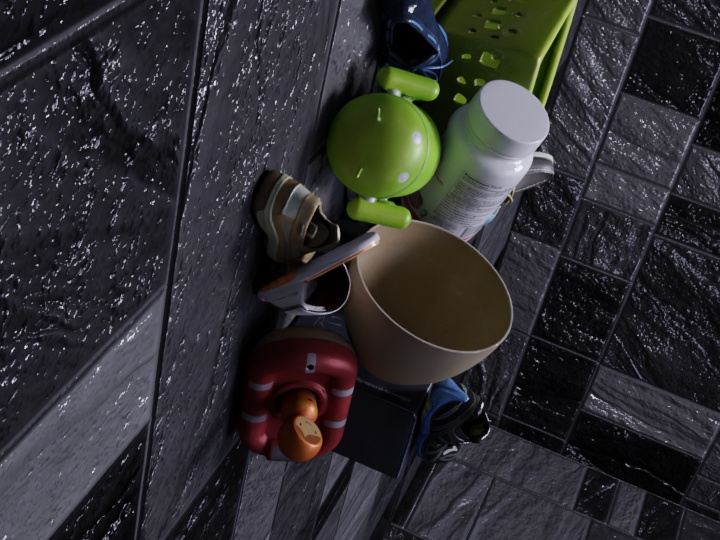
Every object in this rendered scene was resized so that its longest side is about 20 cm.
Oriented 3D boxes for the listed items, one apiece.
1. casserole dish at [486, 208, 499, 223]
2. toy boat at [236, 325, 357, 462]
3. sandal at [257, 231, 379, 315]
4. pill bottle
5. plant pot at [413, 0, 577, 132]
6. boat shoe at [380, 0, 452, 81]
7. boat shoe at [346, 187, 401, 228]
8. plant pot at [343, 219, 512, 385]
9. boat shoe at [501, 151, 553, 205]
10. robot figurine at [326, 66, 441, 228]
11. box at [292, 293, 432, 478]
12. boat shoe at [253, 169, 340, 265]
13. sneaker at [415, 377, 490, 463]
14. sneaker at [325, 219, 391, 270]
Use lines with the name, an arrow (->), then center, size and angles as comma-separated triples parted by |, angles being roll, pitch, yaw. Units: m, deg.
casserole dish -> 0.164, -0.152, 1.691 | 0.121, 0.039, 0.200 | -54, 135, -54
toy boat -> -0.071, 0.163, 1.383 | 0.131, 0.130, 0.200 | -99, -163, -51
sandal -> -0.040, 0.017, 1.269 | 0.079, 0.059, 0.207 | -26, 180, -34
pill bottle -> 0.138, -0.131, 1.454 | 0.200, 0.113, 0.113 | -53, -177, 48
plant pot -> 0.153, -0.268, 1.553 | 0.200, 0.181, 0.199 | -56, 163, -46
boat shoe -> 0.053, -0.261, 1.381 | 0.200, 0.084, 0.069 | 48, 45, -63
boat shoe -> 0.042, -0.064, 1.578 | 0.071, 0.064, 0.200 | -56, 148, -12
plant pot -> 0.059, 0.058, 1.411 | 0.135, 0.200, 0.200 | -57, 178, 39
boat shoe -> 0.170, -0.110, 1.607 | 0.072, 0.201, 0.061 | 99, -23, -62
robot figurine -> 0.027, -0.141, 1.365 | 0.200, 0.115, 0.176 | -16, 121, -77
box -> 0.003, 0.132, 1.554 | 0.197, 0.200, 0.124 | -53, 161, -52
boat shoe -> -0.058, -0.040, 1.257 | 0.200, 0.076, 0.072 | 60, 52, -76
sneaker -> 0.117, 0.198, 1.484 | 0.200, 0.083, 0.071 | 91, 24, -62
sneaker -> 0.001, 0.001, 1.507 | 0.201, 0.067, 0.108 | 5, 125, -46
